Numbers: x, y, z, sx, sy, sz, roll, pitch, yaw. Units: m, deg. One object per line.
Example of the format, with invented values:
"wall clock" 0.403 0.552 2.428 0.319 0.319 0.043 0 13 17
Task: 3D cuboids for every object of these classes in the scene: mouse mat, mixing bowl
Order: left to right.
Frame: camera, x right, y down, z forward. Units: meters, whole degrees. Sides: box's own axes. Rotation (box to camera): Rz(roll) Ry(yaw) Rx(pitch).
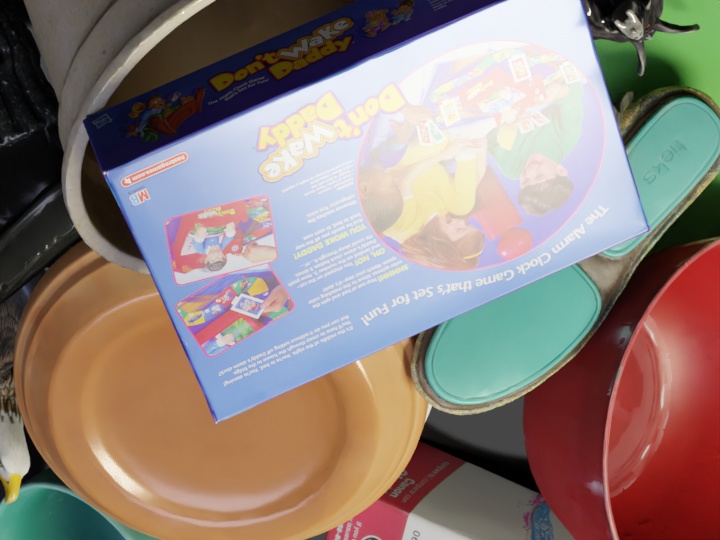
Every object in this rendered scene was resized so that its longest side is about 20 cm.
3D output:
"mixing bowl" 0.154 0.073 1.334 0.108 0.200 0.200 9 142 49
"mouse mat" 0.184 -0.076 1.297 0.160 0.008 0.200 -6 131 19

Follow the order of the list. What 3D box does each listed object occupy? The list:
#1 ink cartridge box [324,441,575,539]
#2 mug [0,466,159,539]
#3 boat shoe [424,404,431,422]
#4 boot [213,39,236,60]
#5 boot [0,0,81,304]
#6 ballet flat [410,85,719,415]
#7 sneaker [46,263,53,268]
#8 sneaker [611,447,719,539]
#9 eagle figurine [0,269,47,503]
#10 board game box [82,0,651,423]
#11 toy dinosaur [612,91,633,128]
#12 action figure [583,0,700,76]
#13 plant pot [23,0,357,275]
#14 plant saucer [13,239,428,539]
"ink cartridge box" 0.075 0.200 1.458 0.200 0.086 0.148 23 115 22
"mug" -0.109 0.180 1.499 0.185 0.114 0.152 54 135 8
"boat shoe" 0.000 0.000 1.275 0.073 0.062 0.201 27 119 43
"boot" -0.035 -0.034 1.325 0.200 0.073 0.151 7 110 -46
"boot" -0.216 -0.049 1.247 0.211 0.079 0.158 -37 90 23
"ballet flat" 0.096 -0.009 1.268 0.071 0.200 0.071 42 172 8
"sneaker" -0.131 -0.027 1.387 0.199 0.071 0.083 26 166 -22
"sneaker" 0.210 0.134 1.429 0.199 0.087 0.075 9 134 4
"eagle figurine" -0.177 0.048 1.388 0.200 0.152 0.151 -36 82 30
"board game box" 0.005 -0.038 1.078 0.200 0.045 0.135 -23 126 -4
"toy dinosaur" 0.074 -0.068 1.165 0.088 0.047 0.200 -47 158 3
"action figure" 0.083 -0.152 1.186 0.119 0.102 0.200 -36 114 20
"plant pot" -0.072 -0.131 1.162 0.200 0.184 0.201 -23 148 -15
"plant saucer" -0.067 0.061 1.257 0.200 0.037 0.201 2 127 3
